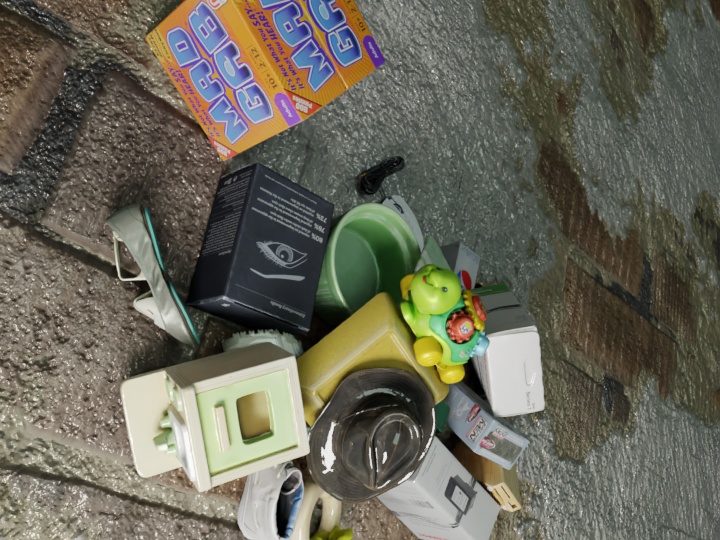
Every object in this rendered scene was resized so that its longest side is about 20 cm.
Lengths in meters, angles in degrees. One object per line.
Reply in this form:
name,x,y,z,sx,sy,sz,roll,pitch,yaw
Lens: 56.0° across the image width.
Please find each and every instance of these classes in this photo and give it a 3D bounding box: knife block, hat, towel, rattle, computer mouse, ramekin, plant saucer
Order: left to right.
rattle,-0.024,0.324,0.964,0.130,0.142,0.202,29,67,-45
ramekin,0.000,0.000,1.080,0.199,0.097,0.202,9,76,-41
plant saucer,0.017,0.167,0.950,0.200,0.048,0.201,-38,112,-9
hat,0.030,0.234,0.900,0.199,0.081,0.202,-6,105,-20
computer mouse,0.070,-0.096,1.198,0.109,0.044,0.201,-33,105,-42
towel,0.112,0.069,1.098,0.153,0.023,0.201,56,46,-42
knife block,0.235,0.308,1.181,0.176,0.200,0.064,-46,111,-23

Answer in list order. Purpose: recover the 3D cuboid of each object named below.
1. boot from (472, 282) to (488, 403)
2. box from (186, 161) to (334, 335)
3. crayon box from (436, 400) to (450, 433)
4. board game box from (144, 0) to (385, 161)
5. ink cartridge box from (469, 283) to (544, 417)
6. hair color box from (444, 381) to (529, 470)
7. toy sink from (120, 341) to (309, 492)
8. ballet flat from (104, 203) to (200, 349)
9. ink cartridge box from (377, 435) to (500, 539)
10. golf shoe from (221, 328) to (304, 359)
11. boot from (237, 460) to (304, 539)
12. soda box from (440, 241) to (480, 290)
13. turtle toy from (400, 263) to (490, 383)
boot,0.228,0.135,1.281,0.151,0.073,0.201,52,49,-24
box,-0.137,-0.024,0.955,0.147,0.104,0.202,27,66,-37
crayon box,0.031,0.180,1.055,0.200,0.125,0.052,49,47,-24
board game box,-0.130,-0.309,0.947,0.200,0.199,0.201,-46,112,-37
ink cartridge box,0.231,0.126,1.114,0.200,0.084,0.147,-93,173,-73
hair color box,0.177,0.238,1.131,0.099,0.200,0.061,33,93,-33
toy sink,-0.177,0.181,0.831,0.199,0.112,0.132,-11,99,-25
ballet flat,-0.270,0.016,0.867,0.063,0.067,0.201,-22,98,-15
ink cartridge box,0.107,0.352,1.082,0.200,0.145,0.084,49,54,-25
golf shoe,-0.105,0.147,0.952,0.199,0.078,0.098,25,49,-34
boot,-0.109,0.268,0.934,0.073,0.095,0.202,20,67,-38
soda box,0.158,0.054,1.235,0.063,0.068,0.201,32,62,-34
turtle toy,0.119,0.061,0.959,0.200,0.101,0.147,41,31,-48
